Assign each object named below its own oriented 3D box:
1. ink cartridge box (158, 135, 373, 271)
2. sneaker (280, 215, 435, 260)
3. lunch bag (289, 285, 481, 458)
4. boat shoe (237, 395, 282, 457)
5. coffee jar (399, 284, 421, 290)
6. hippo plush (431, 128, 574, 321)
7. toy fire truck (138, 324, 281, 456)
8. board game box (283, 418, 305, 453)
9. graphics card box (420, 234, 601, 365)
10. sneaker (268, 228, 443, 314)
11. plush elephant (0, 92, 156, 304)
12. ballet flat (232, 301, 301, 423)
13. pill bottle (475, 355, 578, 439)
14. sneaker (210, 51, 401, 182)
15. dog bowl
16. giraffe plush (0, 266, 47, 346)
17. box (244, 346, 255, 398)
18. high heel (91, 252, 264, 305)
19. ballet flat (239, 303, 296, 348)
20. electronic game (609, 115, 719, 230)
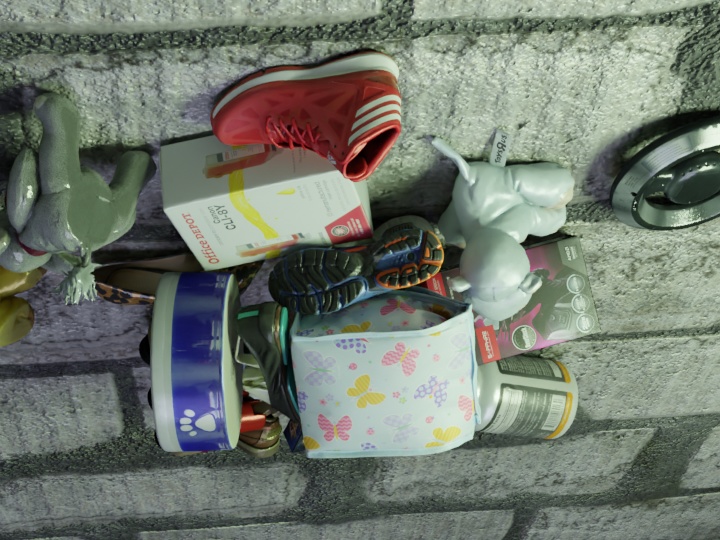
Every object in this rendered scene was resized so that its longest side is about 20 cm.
[{"bbox_3d":[-0.099,-0.082,1.387,0.199,0.084,0.145,-11,150,7],"label":"ink cartridge box"},{"bbox_3d":[0.000,0.000,1.557,0.199,0.078,0.099,-10,154,9],"label":"sneaker"},{"bbox_3d":[0.032,0.113,1.451,0.199,0.127,0.170,-3,118,9],"label":"lunch bag"},{"bbox_3d":[-0.193,0.182,1.788,0.199,0.072,0.068,22,128,18],"label":"boat shoe"},{"bbox_3d":[0.025,0.065,1.658,0.199,0.086,0.104,-10,157,5],"label":"coffee jar"},{"bbox_3d":[0.168,-0.036,1.438,0.159,0.161,0.200,-7,150,1],"label":"hippo plush"},{"bbox_3d":[-0.161,0.132,1.652,0.199,0.177,0.129,-5,163,-29],"label":"toy fire truck"},{"bbox_3d":[-0.006,0.152,1.627,0.135,0.035,0.200,-9,146,-28],"label":"board game box"},{"bbox_3d":[0.182,0.040,1.576,0.199,0.126,0.051,-14,-177,-5],"label":"graphics card box"},{"bbox_3d":[-0.004,0.005,1.421,0.199,0.076,0.078,-9,176,8],"label":"sneaker"},{"bbox_3d":[-0.324,-0.058,1.329,0.154,0.201,0.165,-3,163,33],"label":"plush elephant"},{"bbox_3d":[-0.103,0.102,1.459,0.068,0.068,0.200,-1,138,8],"label":"ballet flat"},{"bbox_3d":[0.201,0.175,1.850,0.199,0.117,0.116,10,146,-24],"label":"pill bottle"},{"bbox_3d":[-0.054,-0.138,1.269,0.199,0.116,0.078,-18,147,17],"label":"sneaker"},{"bbox_3d":[-0.180,0.101,1.446,0.078,0.201,0.200,0,150,1],"label":"dog bowl"},{"bbox_3d":[-0.474,0.023,1.451,0.162,0.201,0.173,15,161,23],"label":"giraffe plush"},{"bbox_3d":[-0.089,0.128,1.795,0.199,0.036,0.145,-8,150,1],"label":"box"},{"bbox_3d":[-0.219,0.004,1.518,0.200,0.072,0.142,-20,154,39],"label":"high heel"},{"bbox_3d":[-0.068,0.063,1.528,0.070,0.066,0.200,-3,-178,38],"label":"ballet flat"},{"bbox_3d":[0.380,-0.108,1.473,0.199,0.042,0.200,-12,150,-7],"label":"electronic game"}]
